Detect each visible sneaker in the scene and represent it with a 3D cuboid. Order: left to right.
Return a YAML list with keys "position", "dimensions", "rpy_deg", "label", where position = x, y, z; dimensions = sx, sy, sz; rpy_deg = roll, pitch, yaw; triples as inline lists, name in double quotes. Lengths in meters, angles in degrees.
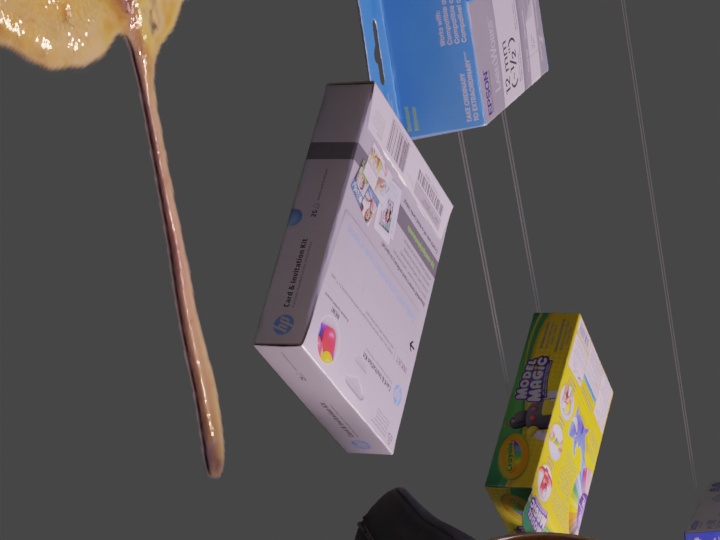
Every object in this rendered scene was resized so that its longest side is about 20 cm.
- position: [0.026, 0.255, 1.397]
  dimensions: [0.074, 0.106, 0.201]
  rpy_deg: [9, 110, -40]
  label: "sneaker"

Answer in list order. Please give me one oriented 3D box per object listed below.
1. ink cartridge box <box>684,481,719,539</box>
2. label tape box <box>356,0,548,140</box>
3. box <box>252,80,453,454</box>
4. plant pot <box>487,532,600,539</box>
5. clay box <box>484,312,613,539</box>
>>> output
- position: [0.371, 0.285, 2.090]
  dimensions: [0.200, 0.044, 0.095]
  rpy_deg: [-26, 109, -71]
  label: "ink cartridge box"
- position: [0.068, -0.182, 1.481]
  dimensions: [0.200, 0.066, 0.145]
  rpy_deg: [-45, 129, -57]
  label: "label tape box"
- position: [0.000, 0.000, 1.369]
  dimensions: [0.156, 0.041, 0.202]
  rpy_deg: [53, 44, -51]
  label: "box"
- position: [0.143, 0.332, 1.545]
  dimensions: [0.186, 0.185, 0.202]
  rpy_deg: [-38, 139, -58]
  label: "plant pot"
- position: [0.154, 0.149, 1.678]
  dimensions: [0.115, 0.047, 0.201]
  rpy_deg: [61, 39, -45]
  label: "clay box"
